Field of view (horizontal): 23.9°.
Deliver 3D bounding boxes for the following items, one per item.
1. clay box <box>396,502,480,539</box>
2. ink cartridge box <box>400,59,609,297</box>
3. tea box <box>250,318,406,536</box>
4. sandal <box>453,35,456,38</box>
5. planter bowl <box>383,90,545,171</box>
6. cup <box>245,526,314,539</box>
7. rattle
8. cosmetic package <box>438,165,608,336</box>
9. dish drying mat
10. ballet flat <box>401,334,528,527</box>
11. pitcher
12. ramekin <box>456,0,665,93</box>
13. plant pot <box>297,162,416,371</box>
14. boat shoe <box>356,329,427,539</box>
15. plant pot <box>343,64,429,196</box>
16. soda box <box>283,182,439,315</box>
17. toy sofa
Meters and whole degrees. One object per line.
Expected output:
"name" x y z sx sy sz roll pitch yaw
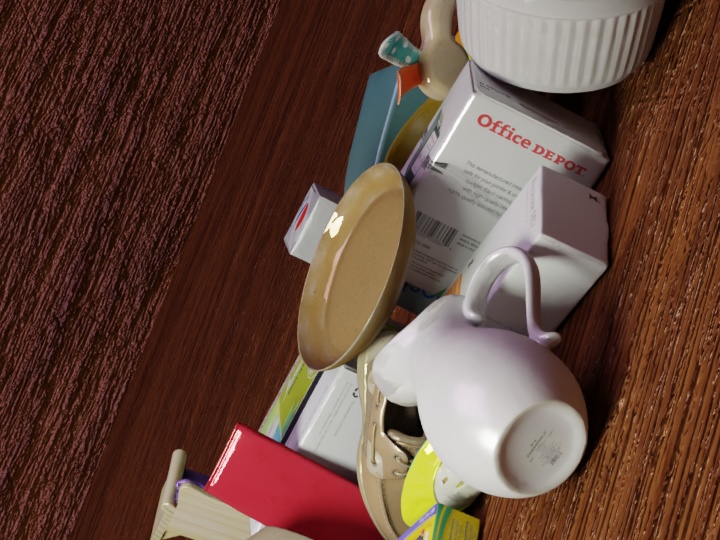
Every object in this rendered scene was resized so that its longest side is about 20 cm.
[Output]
"clay box" 0.042 0.306 1.411 0.115 0.048 0.200 -51 19 47
"ink cartridge box" 0.116 -0.071 1.577 0.200 0.146 0.084 -58 15 25
"tea box" -0.010 0.162 1.668 0.200 0.133 0.197 -62 12 15
"sandal" 0.144 -0.226 1.850 0.200 0.087 0.080 -14 51 63
"planter bowl" 0.125 -0.128 1.713 0.200 0.083 0.200 -36 24 19
"cup" -0.067 0.312 1.503 0.143 0.200 0.200 -66 13 -18
"rattle" 0.066 -0.207 1.647 0.200 0.130 0.143 -39 29 -29
"cosmetic package" 0.136 0.017 1.504 0.200 0.071 0.102 -54 17 36
"dish drying mat" -0.041 0.217 1.564 0.077 0.200 0.018 -63 -3 14
"ballet flat" 0.098 0.147 1.455 0.200 0.067 0.067 -61 32 10
"pitcher" 0.111 0.077 1.352 0.172 0.121 0.200 -57 31 6
"ramekin" 0.179 -0.244 1.539 0.200 0.200 0.105 -85 -3 -54
"plant pot" 0.000 0.000 1.543 0.200 0.027 0.200 -52 27 40
"boat shoe" 0.036 0.154 1.508 0.065 0.071 0.200 -166 66 -70
"plant pot" 0.060 -0.105 1.872 0.141 0.141 0.200 -179 108 -75
"soda box" 0.028 -0.011 1.682 0.068 0.200 0.063 -61 14 10
"toy sofa" -0.107 0.251 1.746 0.083 0.200 0.098 -83 16 -52
